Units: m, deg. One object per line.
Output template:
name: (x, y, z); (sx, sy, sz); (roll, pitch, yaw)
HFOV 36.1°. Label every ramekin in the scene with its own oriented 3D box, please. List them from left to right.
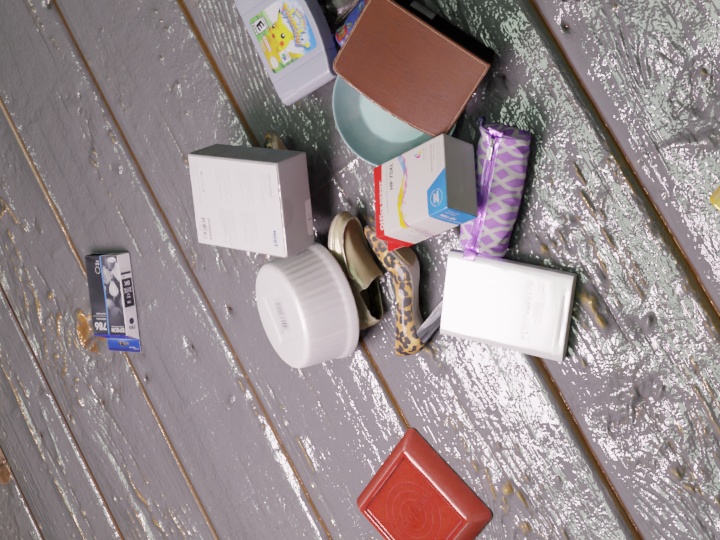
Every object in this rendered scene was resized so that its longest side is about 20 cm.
ramekin: (-0.093, 0.062, 1.820); (0.200, 0.097, 0.203); (41, 141, 44)

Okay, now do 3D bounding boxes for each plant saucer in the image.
plant saucer: (0.056, -0.259, 1.706); (0.197, 0.039, 0.205); (2, 102, 10)
plant saucer: (0.094, 0.402, 1.844); (0.200, 0.036, 0.201); (46, 122, 20)

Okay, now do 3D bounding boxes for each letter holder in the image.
letter holder: (0.076, -0.304, 1.617); (0.198, 0.101, 0.143); (32, 113, -3)

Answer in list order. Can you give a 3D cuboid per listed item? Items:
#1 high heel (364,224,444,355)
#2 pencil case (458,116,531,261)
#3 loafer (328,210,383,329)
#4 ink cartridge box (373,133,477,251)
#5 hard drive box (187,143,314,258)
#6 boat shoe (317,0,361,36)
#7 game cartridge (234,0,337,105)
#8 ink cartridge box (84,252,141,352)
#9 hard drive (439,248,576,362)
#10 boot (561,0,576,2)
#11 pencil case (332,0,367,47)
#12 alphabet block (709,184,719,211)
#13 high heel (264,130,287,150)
high heel: (0.047, 0.036, 1.776); (0.200, 0.071, 0.143); (45, 115, 9)
pencil case: (0.197, -0.119, 1.632); (0.083, 0.085, 0.203); (14, 109, 20)
loafer: (0.000, 0.000, 1.809); (0.067, 0.075, 0.203); (0, 109, 34)
ink cartridge box: (0.082, -0.111, 1.654); (0.199, 0.067, 0.118); (-22, 63, 47)
hard drive box: (-0.179, -0.116, 1.804); (0.198, 0.076, 0.159); (11, 114, 36)
boat shoe: (-0.068, -0.406, 1.773); (0.198, 0.064, 0.073); (-26, 85, 37)
game cartridge: (-0.113, -0.380, 1.753); (0.132, 0.040, 0.202); (-24, 93, 35)
ink cartridge box: (-0.491, 0.067, 2.191); (0.098, 0.039, 0.204); (-1, 99, 35)
hard drive: (0.221, 0.051, 1.669); (0.197, 0.027, 0.134); (12, 107, 24)
boot: (0.337, -0.454, 1.483); (0.199, 0.069, 0.133); (-25, 88, 47)
pencil case: (0.038, -0.413, 1.691); (0.077, 0.088, 0.201); (24, 123, -20)
alphabet block: (0.570, -0.106, 1.305); (0.197, 0.194, 0.201); (46, 123, 20)
high heel: (-0.176, -0.133, 1.891); (0.141, 0.071, 0.203); (-3, 107, 29)
